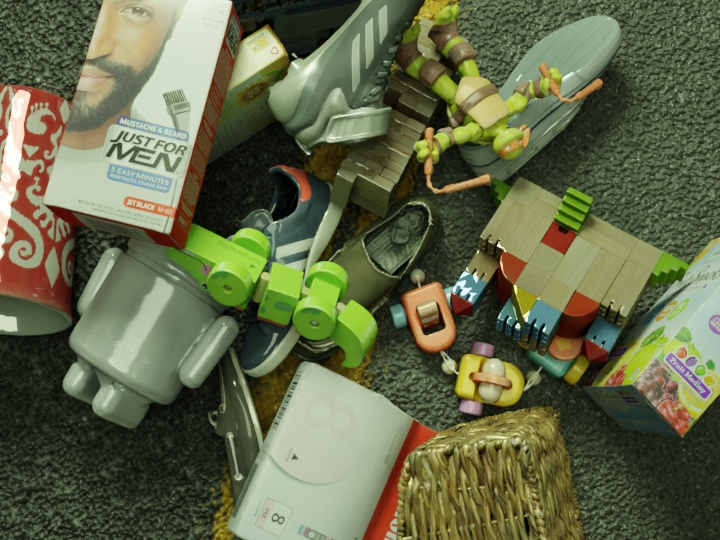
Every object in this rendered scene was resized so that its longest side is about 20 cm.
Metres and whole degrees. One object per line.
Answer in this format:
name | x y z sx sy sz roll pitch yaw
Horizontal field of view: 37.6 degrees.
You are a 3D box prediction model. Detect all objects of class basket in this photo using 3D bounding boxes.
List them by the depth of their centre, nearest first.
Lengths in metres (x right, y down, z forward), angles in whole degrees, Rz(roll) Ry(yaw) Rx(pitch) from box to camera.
basket | 0.119 0.239 0.951 0.141 0.149 0.203 -13 89 21

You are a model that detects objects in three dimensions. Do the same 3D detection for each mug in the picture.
mug | -0.341 -0.056 0.972 0.175 0.134 0.203 1 71 6

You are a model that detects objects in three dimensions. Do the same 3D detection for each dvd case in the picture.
dvd case | -0.051 -0.244 0.971 0.140 0.200 0.018 -11 79 -3

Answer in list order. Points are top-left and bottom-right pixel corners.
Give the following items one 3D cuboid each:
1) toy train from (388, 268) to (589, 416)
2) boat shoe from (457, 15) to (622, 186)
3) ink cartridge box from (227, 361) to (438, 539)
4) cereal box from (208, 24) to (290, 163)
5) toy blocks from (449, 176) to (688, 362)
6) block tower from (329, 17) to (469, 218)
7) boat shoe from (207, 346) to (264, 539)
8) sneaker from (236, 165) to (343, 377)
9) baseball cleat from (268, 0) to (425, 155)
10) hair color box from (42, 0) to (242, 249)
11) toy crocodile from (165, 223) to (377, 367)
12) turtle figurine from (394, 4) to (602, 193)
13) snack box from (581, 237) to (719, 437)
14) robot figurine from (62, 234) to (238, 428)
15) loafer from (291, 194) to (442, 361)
toy train | 0.133 0.053 1.002 0.197 0.056 0.152 -14 82 -2
boat shoe | 0.177 -0.165 1.033 0.199 0.067 0.074 -39 45 -3
ink cartridge box | 0.002 0.197 0.952 0.198 0.057 0.164 27 79 -10
cereal box | -0.153 -0.136 0.984 0.199 0.144 0.040 -33 82 -6
toy blocks | 0.174 0.011 0.962 0.198 0.100 0.137 29 68 17
block tower | 0.039 -0.143 1.005 0.057 0.054 0.201 27 64 4
boat shoe | -0.113 0.174 0.977 0.056 0.067 0.203 -16 85 -7
sneaker | -0.086 -0.005 0.980 0.084 0.074 0.202 32 64 -33
baseball cleat | 0.014 -0.182 0.928 0.199 0.070 0.107 -39 91 18
hair color box | -0.178 -0.131 0.879 0.109 0.064 0.203 12 79 4
toy crocodile | -0.075 0.019 0.920 0.198 0.062 0.068 24 38 -6
turtle figurine | 0.110 -0.162 0.968 0.199 0.065 0.162 -33 78 -13
snack box | 0.303 0.052 0.947 0.068 0.169 0.200 45 83 3
robot figurine | -0.189 0.042 0.972 0.168 0.113 0.202 27 81 23
loafer | 0.000 0.000 1.001 0.075 0.070 0.200 40 83 5
